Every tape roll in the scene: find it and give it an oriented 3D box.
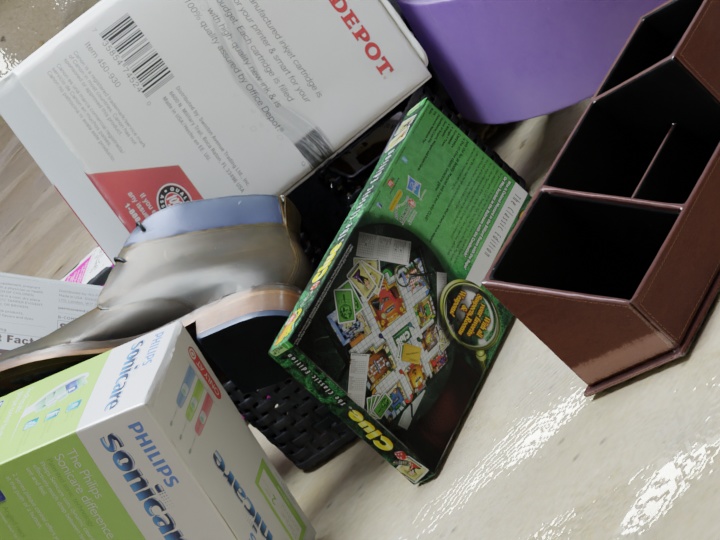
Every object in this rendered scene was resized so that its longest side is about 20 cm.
[{"bbox_3d":[0.124,-0.174,1.554,0.200,0.085,0.200,-26,21,11],"label":"tape roll"}]

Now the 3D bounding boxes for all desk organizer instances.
[{"bbox_3d":[0.142,-0.045,1.269,0.072,0.077,0.200,-29,23,51],"label":"desk organizer"}]

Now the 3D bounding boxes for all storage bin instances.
[{"bbox_3d":[0.000,0.000,1.527,0.135,0.094,0.200,-36,19,37],"label":"storage bin"}]

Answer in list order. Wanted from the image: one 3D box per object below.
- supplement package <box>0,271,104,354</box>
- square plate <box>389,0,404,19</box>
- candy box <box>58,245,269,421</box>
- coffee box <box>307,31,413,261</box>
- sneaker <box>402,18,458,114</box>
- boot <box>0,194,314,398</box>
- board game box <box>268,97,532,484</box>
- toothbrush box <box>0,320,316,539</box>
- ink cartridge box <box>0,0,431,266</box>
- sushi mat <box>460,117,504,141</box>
[{"bbox_3d":[-0.199,0.097,1.540,0.200,0.155,0.111,120,154,-56],"label":"supplement package"},{"bbox_3d":[0.021,-0.195,1.746,0.198,0.028,0.200,101,-166,-55],"label":"square plate"},{"bbox_3d":[-0.137,0.055,1.678,0.200,0.136,0.061,-39,19,25],"label":"candy box"},{"bbox_3d":[-0.052,-0.070,1.682,0.200,0.113,0.080,122,152,-48],"label":"coffee box"},{"bbox_3d":[0.045,-0.138,1.742,0.111,0.077,0.200,-22,14,-17],"label":"sneaker"},{"bbox_3d":[-0.114,0.024,1.421,0.199,0.075,0.097,-13,48,14],"label":"boot"},{"bbox_3d":[0.032,0.008,1.394,0.023,0.105,0.200,-37,16,45],"label":"board game box"},{"bbox_3d":[-0.147,0.137,1.378,0.200,0.146,0.086,-23,23,22],"label":"toothbrush box"},{"bbox_3d":[-0.084,-0.106,1.505,0.200,0.147,0.083,-39,9,-18],"label":"ink cartridge box"},{"bbox_3d":[0.028,-0.060,1.764,0.096,0.012,0.200,-51,15,-21],"label":"sushi mat"}]
